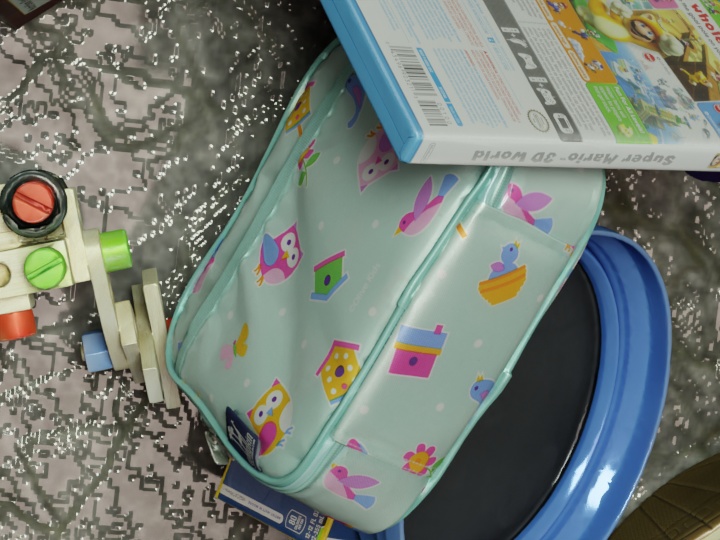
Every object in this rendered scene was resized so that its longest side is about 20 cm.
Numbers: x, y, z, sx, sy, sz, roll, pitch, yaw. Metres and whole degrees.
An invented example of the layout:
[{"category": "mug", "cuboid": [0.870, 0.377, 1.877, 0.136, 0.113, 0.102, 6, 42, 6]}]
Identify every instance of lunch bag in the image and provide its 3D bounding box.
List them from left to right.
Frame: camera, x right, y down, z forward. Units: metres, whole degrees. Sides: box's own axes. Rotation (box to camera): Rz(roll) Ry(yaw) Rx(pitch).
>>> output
[{"category": "lunch bag", "cuboid": [0.000, 0.000, 0.942, 0.077, 0.160, 0.201, 26, 101, -39]}]

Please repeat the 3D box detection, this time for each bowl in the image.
[{"category": "bowl", "cuboid": [0.072, 0.071, 1.040, 0.200, 0.039, 0.202, -26, 127, -40]}]

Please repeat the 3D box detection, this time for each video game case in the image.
[{"category": "video game case", "cuboid": [0.077, -0.097, 0.899, 0.199, 0.144, 0.018, 0, 138, -31]}]

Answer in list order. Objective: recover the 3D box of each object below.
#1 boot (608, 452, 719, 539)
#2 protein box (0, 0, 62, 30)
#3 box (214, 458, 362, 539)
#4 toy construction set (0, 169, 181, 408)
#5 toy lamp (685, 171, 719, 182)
[{"category": "boot", "cuboid": [0.227, 0.159, 1.135, 0.199, 0.072, 0.155, -32, 109, -11]}, {"category": "protein box", "cuboid": [-0.109, -0.231, 0.843, 0.199, 0.135, 0.199, -32, 92, -2]}, {"category": "box", "cuboid": [0.007, 0.029, 1.034, 0.064, 0.070, 0.201, 17, 95, -56]}, {"category": "toy construction set", "cuboid": [-0.168, 0.027, 0.978, 0.199, 0.092, 0.132, -12, 94, -18]}, {"category": "toy lamp", "cuboid": [0.148, -0.137, 1.018, 0.058, 0.058, 0.201, 3, 56, -18]}]
